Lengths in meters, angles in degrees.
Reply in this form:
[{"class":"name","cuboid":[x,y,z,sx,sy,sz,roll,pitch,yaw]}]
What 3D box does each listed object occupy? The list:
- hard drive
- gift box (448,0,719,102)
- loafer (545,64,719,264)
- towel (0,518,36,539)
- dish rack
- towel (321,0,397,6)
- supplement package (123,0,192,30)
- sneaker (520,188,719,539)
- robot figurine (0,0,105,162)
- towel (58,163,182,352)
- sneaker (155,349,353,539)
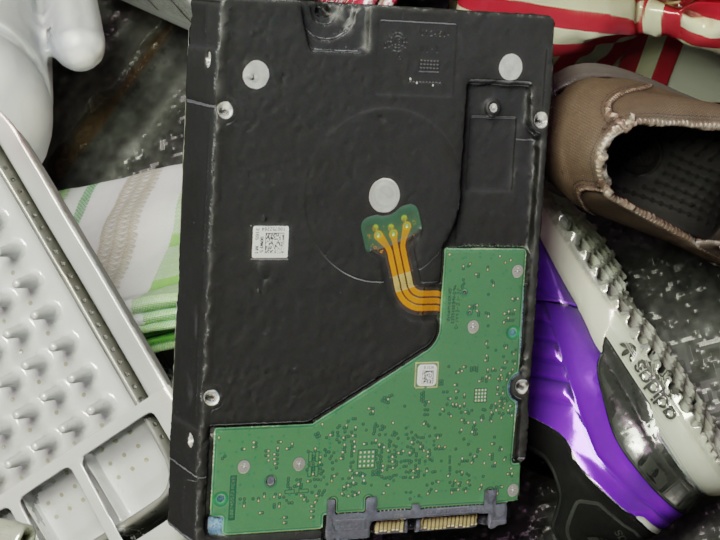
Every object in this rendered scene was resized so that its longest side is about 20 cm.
[{"class":"hard drive","cuboid":[0.000,0.000,0.742,0.139,0.038,0.200,-1,98,-25]},{"class":"gift box","cuboid":[0.128,-0.165,0.852,0.184,0.200,0.187,-1,61,0]},{"class":"loafer","cuboid":[0.163,-0.025,0.785,0.200,0.071,0.073,11,106,-12]},{"class":"towel","cuboid":[-0.206,0.180,0.748,0.200,0.035,0.193,8,70,19]},{"class":"dish rack","cuboid":[-0.159,0.047,0.799,0.171,0.044,0.200,-33,86,20]},{"class":"towel","cuboid":[-0.001,-0.114,0.847,0.022,0.200,0.145,29,92,-9]},{"class":"supplement package","cuboid":[-0.101,-0.226,0.916,0.152,0.151,0.200,-49,38,-10]},{"class":"sneaker","cuboid":[0.071,0.034,0.833,0.099,0.070,0.200,-37,55,13]},{"class":"robot figurine","cuboid":[-0.201,-0.099,0.926,0.169,0.113,0.200,-18,43,8]},{"class":"towel","cuboid":[-0.140,-0.003,0.886,0.200,0.031,0.149,-13,32,14]},{"class":"sneaker","cuboid":[-0.083,0.068,0.858,0.200,0.078,0.091,23,69,22]}]
